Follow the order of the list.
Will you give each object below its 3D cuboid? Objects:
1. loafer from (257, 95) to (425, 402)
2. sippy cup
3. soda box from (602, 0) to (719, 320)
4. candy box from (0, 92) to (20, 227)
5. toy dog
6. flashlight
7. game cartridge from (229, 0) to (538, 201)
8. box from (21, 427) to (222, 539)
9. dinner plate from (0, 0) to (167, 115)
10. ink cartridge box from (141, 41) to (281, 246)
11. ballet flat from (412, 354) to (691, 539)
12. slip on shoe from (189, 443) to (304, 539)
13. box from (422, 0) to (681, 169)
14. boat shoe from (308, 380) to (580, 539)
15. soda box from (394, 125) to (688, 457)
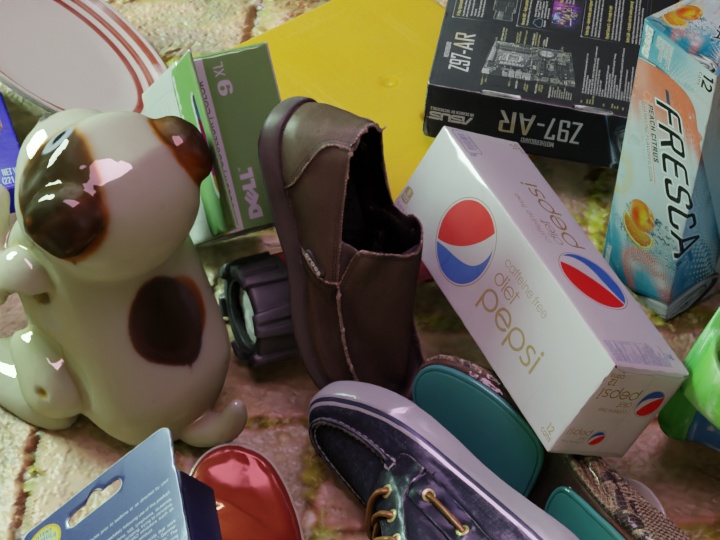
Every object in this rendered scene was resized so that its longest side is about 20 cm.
[{"bbox_3d":[0.000,0.000,1.120,0.071,0.201,0.073,3,32,38],"label":"loafer"},{"bbox_3d":[0.257,0.068,1.121,0.130,0.140,0.178,35,61,15],"label":"sippy cup"},{"bbox_3d":[0.200,-0.069,1.197,0.068,0.201,0.064,-27,52,-26],"label":"soda box"},{"bbox_3d":[-0.307,-0.076,1.275,0.168,0.077,0.201,-12,45,-16],"label":"candy box"},{"bbox_3d":[-0.143,-0.001,1.116,0.139,0.201,0.194,-25,50,-24],"label":"toy dog"},{"bbox_3d":[0.015,0.004,1.218,0.198,0.068,0.068,-13,12,-21],"label":"flashlight"},{"bbox_3d":[0.019,-0.117,1.366,0.175,0.033,0.200,-28,49,-27],"label":"game cartridge"},{"bbox_3d":[-0.114,0.186,0.997,0.121,0.032,0.201,-38,43,22],"label":"box"},{"bbox_3d":[-0.209,-0.152,1.335,0.199,0.024,0.201,31,27,-17],"label":"dinner plate"},{"bbox_3d":[-0.078,-0.074,1.185,0.059,0.200,0.105,-14,91,-14],"label":"ink cartridge box"},{"bbox_3d":[0.114,0.117,1.114,0.075,0.068,0.200,-14,48,-47],"label":"ballet flat"},{"bbox_3d":[-0.065,0.165,1.050,0.073,0.062,0.201,-1,43,0],"label":"slip on shoe"},{"bbox_3d":[0.133,-0.153,1.353,0.159,0.044,0.201,9,41,4],"label":"box"},{"bbox_3d":[0.027,0.138,1.074,0.200,0.071,0.091,33,54,28],"label":"boat shoe"},{"bbox_3d":[0.096,0.010,1.126,0.063,0.068,0.201,9,37,-40],"label":"soda box"}]
